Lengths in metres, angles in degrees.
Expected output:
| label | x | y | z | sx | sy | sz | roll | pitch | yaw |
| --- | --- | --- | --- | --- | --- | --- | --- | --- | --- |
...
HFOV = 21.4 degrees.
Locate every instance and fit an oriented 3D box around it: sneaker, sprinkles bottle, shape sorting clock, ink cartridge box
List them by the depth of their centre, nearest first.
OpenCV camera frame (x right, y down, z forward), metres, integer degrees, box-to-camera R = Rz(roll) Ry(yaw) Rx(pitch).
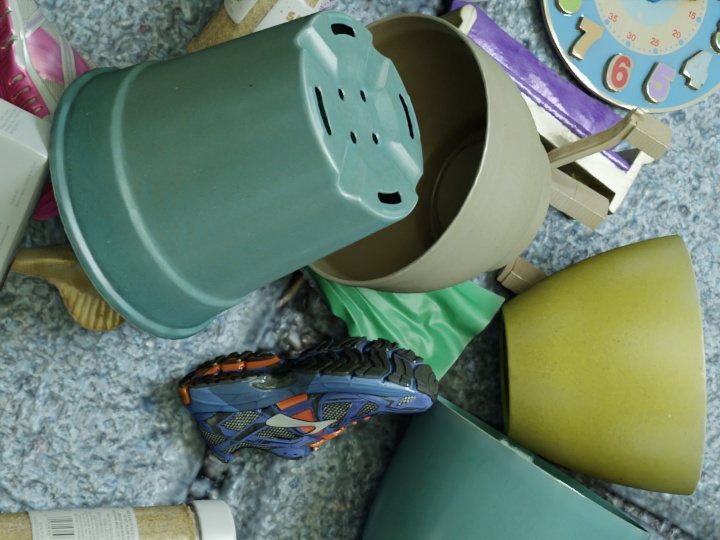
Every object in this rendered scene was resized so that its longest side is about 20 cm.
| label | x | y | z | sx | sy | sz | roll | pitch | yaw |
| --- | --- | --- | --- | --- | --- | --- | --- | --- | --- |
| ink cartridge box | -0.324 | -0.068 | 1.324 | 0.199 | 0.047 | 0.161 | 27 | 120 | -3 |
| sprinkles bottle | -0.192 | 0.204 | 1.384 | 0.198 | 0.068 | 0.069 | 0 | 87 | -20 |
| sneaker | -0.233 | -0.134 | 1.388 | 0.088 | 0.081 | 0.201 | -12 | 78 | -51 |
| sprinkles bottle | -0.044 | -0.217 | 1.402 | 0.068 | 0.068 | 0.200 | 36 | 111 | -14 |
| sneaker | -0.034 | 0.099 | 1.417 | 0.198 | 0.075 | 0.079 | -5 | 110 | 22 |
| shape sorting clock | 0.240 | -0.231 | 1.577 | 0.198 | 0.039 | 0.202 | 2 | 84 | -21 |

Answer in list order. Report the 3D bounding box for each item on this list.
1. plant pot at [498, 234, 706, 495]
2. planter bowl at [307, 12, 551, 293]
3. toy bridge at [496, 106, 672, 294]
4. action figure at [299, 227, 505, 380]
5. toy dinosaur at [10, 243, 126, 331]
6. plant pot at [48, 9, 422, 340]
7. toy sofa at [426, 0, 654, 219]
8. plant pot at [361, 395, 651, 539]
| label | x | y | z | sx | sy | sz | roll | pitch | yaw |
| --- | --- | --- | --- | --- | --- | --- | --- | --- | --- |
| plant pot | 0.180 | 0.076 | 1.477 | 0.141 | 0.200 | 0.202 | -3 | 88 | 0 |
| planter bowl | 0.056 | -0.070 | 1.400 | 0.134 | 0.199 | 0.202 | 21 | 79 | -45 |
| toy bridge | 0.160 | -0.058 | 1.471 | 0.067 | 0.200 | 0.027 | 30 | 40 | -9 |
| action figure | 0.000 | 0.000 | 1.473 | 0.200 | 0.055 | 0.118 | 43 | 76 | -6 |
| toy dinosaur | -0.197 | -0.008 | 1.400 | 0.199 | 0.058 | 0.102 | 17 | 83 | -18 |
| plant pot | -0.075 | -0.077 | 1.309 | 0.200 | 0.195 | 0.202 | 37 | 42 | -44 |
| toy sofa | 0.137 | -0.134 | 1.514 | 0.199 | 0.083 | 0.098 | 36 | 77 | -15 |
| plant pot | 0.091 | 0.210 | 1.427 | 0.200 | 0.201 | 0.162 | 32 | 91 | -15 |
